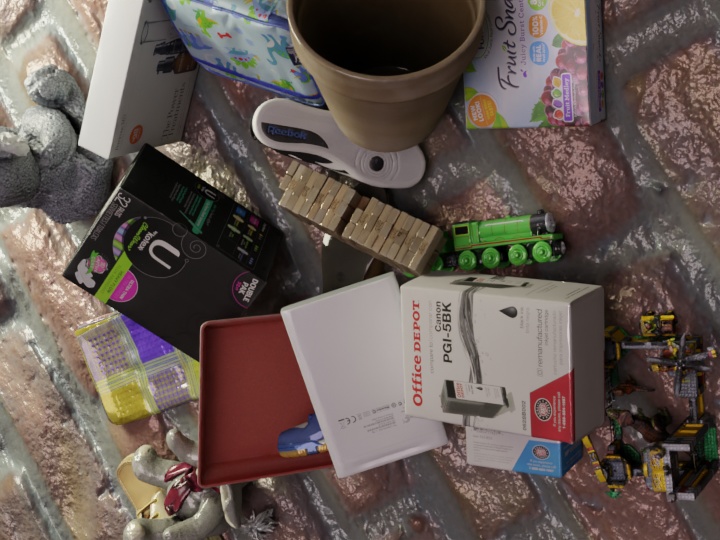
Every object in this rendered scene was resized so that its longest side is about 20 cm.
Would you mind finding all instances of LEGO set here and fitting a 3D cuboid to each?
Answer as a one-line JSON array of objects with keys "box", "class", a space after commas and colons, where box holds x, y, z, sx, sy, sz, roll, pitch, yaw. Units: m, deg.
[{"box": [0.288, 0.150, 1.416, 0.152, 0.116, 0.202, 7, 104, 28], "class": "LEGO set"}]

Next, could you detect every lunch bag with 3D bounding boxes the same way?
[{"box": [-0.113, -0.265, 1.531, 0.199, 0.161, 0.083, 22, 70, 23], "class": "lunch bag"}]

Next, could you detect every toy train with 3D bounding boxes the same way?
[{"box": [0.130, -0.028, 1.512, 0.198, 0.042, 0.057, -7, 87, 31], "class": "toy train"}]

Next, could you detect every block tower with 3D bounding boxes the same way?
[{"box": [0.001, -0.053, 1.521, 0.199, 0.058, 0.054, 27, 86, 29], "class": "block tower"}]

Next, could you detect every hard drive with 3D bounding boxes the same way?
[{"box": [0.006, 0.116, 1.528, 0.131, 0.027, 0.202, -18, 103, 4], "class": "hard drive"}]

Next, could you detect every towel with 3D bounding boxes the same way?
[{"box": [-0.275, 0.114, 1.783, 0.199, 0.023, 0.145, -18, 92, 32], "class": "towel"}]

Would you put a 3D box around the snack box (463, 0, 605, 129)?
[{"box": [0.175, -0.249, 1.426, 0.141, 0.053, 0.202, 2, 102, 31], "class": "snack box"}]

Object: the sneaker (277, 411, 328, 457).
[{"box": [-0.011, 0.149, 1.595, 0.198, 0.075, 0.089, -23, 89, 5], "class": "sneaker"}]

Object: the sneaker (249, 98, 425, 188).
[{"box": [-0.027, -0.148, 1.559, 0.198, 0.112, 0.074, 18, 92, -10], "class": "sneaker"}]

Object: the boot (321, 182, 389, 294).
[{"box": [0.000, 0.000, 1.582, 0.073, 0.075, 0.202, 12, 89, 33], "class": "boot"}]

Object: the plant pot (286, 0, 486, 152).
[{"box": [0.027, -0.220, 1.427, 0.199, 0.200, 0.174, 33, 155, 19], "class": "plant pot"}]

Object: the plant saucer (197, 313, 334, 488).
[{"box": [-0.101, 0.141, 1.613, 0.037, 0.198, 0.202, 29, 120, 57], "class": "plant saucer"}]

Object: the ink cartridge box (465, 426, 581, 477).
[{"box": [0.175, 0.112, 1.501, 0.114, 0.068, 0.202, 4, 104, 30], "class": "ink cartridge box"}]

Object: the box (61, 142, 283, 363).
[{"box": [-0.216, -0.019, 1.618, 0.199, 0.125, 0.149, 33, 119, -12], "class": "box"}]

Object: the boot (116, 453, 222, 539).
[{"box": [-0.271, 0.332, 1.754, 0.200, 0.155, 0.073, 51, 120, 10], "class": "boot"}]

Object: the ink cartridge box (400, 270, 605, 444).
[{"box": [0.143, 0.085, 1.419, 0.198, 0.083, 0.148, 5, 104, 34], "class": "ink cartridge box"}]

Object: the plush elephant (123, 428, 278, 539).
[{"box": [-0.187, 0.250, 1.690, 0.198, 0.165, 0.156, 13, 125, -3], "class": "plush elephant"}]

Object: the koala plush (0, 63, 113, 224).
[{"box": [-0.421, -0.131, 1.705, 0.184, 0.200, 0.177, 50, 119, 10], "class": "koala plush"}]

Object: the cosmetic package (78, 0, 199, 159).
[{"box": [-0.245, -0.240, 1.609, 0.051, 0.150, 0.202, 26, 114, 22], "class": "cosmetic package"}]
